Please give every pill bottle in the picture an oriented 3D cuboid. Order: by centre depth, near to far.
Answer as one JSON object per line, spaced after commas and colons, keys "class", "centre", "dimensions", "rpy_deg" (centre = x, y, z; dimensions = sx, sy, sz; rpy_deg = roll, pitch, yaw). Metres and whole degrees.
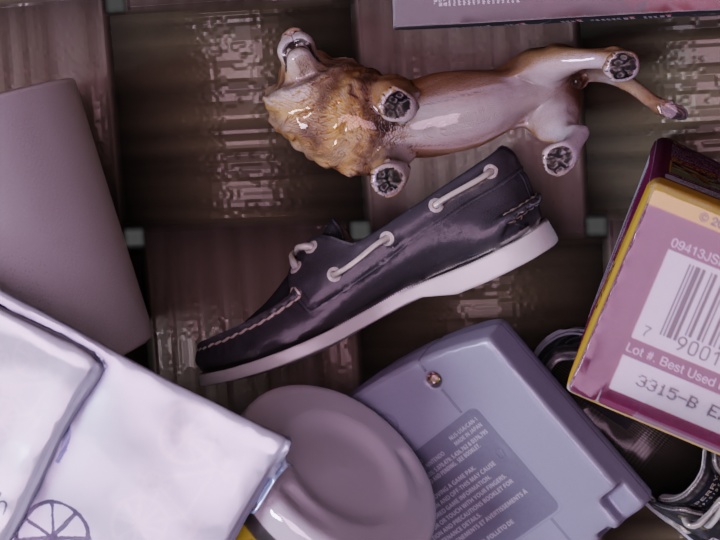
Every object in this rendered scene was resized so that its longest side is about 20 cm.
{"class": "pill bottle", "centre": [-0.057, 0.159, 1.010], "dimensions": [0.111, 0.111, 0.200], "rpy_deg": [39, 123, 3]}

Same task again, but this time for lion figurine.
{"class": "lion figurine", "centre": [0.052, -0.083, 1.002], "dimensions": [0.200, 0.123, 0.073], "rpy_deg": [-1, 104, -5]}

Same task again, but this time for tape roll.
{"class": "tape roll", "centre": [-0.218, -0.003, 1.002], "dimensions": [0.202, 0.203, 0.139], "rpy_deg": [-15, 96, 12]}

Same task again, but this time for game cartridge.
{"class": "game cartridge", "centre": [0.037, 0.114, 1.028], "dimensions": [0.133, 0.040, 0.200], "rpy_deg": [48, 125, -3]}

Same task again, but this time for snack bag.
{"class": "snack bag", "centre": [-0.157, 0.115, 0.906], "dimensions": [0.200, 0.021, 0.189], "rpy_deg": [28, 98, -5]}

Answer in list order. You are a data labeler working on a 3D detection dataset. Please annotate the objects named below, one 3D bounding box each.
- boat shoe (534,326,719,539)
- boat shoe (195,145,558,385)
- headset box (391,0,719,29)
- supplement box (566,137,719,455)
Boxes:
{"class": "boat shoe", "centre": [0.167, 0.104, 1.014], "dimensions": [0.200, 0.071, 0.072], "rpy_deg": [32, 103, 4]}
{"class": "boat shoe", "centre": [0.000, 0.000, 1.029], "dimensions": [0.200, 0.074, 0.060], "rpy_deg": [-24, 94, 10]}
{"class": "headset box", "centre": [0.122, -0.156, 0.943], "dimensions": [0.200, 0.149, 0.075], "rpy_deg": [-2, 99, 12]}
{"class": "supplement box", "centre": [0.177, 0.016, 0.933], "dimensions": [0.131, 0.200, 0.103], "rpy_deg": [22, 102, 6]}
